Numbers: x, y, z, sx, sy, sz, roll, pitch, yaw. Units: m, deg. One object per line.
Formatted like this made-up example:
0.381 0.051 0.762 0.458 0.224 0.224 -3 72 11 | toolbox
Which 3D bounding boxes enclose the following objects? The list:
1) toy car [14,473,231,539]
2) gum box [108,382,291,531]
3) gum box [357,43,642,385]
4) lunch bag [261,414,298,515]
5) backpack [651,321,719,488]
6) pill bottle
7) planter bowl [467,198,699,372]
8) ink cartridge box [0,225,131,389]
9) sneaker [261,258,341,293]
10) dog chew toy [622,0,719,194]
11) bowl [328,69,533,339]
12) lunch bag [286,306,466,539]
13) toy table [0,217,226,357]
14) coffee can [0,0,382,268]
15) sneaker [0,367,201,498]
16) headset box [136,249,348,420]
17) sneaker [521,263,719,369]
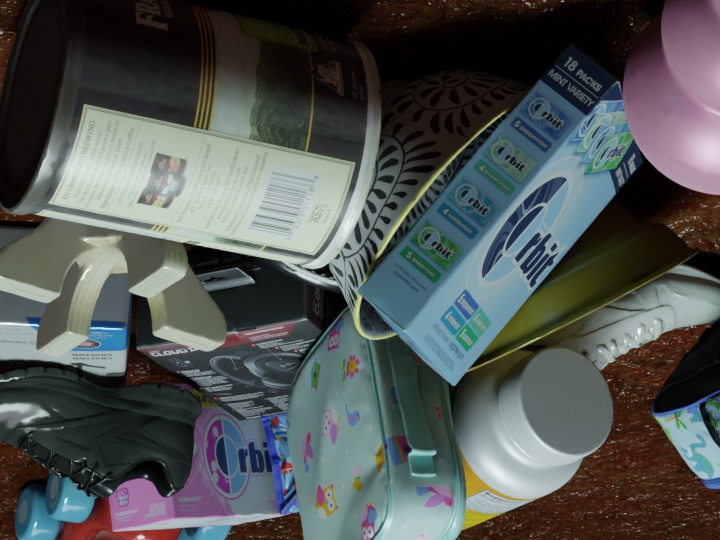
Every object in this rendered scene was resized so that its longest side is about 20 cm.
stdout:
-0.239 0.308 2.118 0.183 0.201 0.177 13 153 -26 | toy car
-0.138 0.161 1.836 0.066 0.114 0.200 -13 169 27 | gum box
0.095 -0.030 1.359 0.044 0.200 0.170 39 177 19 | gum box
0.020 0.134 1.796 0.150 0.095 0.200 -7 167 -21 | lunch bag
0.332 0.092 1.637 0.147 0.183 0.200 52 148 -4 | backpack
0.101 0.124 1.600 0.110 0.112 0.200 12 156 -25 | pill bottle
0.133 -0.005 1.513 0.199 0.084 0.200 -28 179 0 | planter bowl
-0.252 0.043 1.667 0.145 0.085 0.200 2 155 -6 | ink cartridge box
0.000 0.000 1.585 0.199 0.070 0.090 9 151 -24 | sneaker
0.225 -0.133 1.238 0.124 0.125 0.200 3 147 -7 | dog chew toy
0.036 -0.062 1.379 0.094 0.201 0.201 41 160 19 | bowl
0.014 0.132 1.556 0.077 0.201 0.161 7 144 -26 | lunch bag
-0.169 -0.021 1.486 0.199 0.118 0.184 11 153 -22 | toy table
-0.106 -0.089 1.294 0.199 0.147 0.146 11 154 -23 | coffee can
-0.218 0.129 1.644 0.199 0.091 0.076 7 157 -17 | sneaker
-0.075 0.045 1.679 0.148 0.078 0.200 -11 153 22 | headset box
0.192 0.046 1.654 0.198 0.100 0.075 -4 154 6 | sneaker
